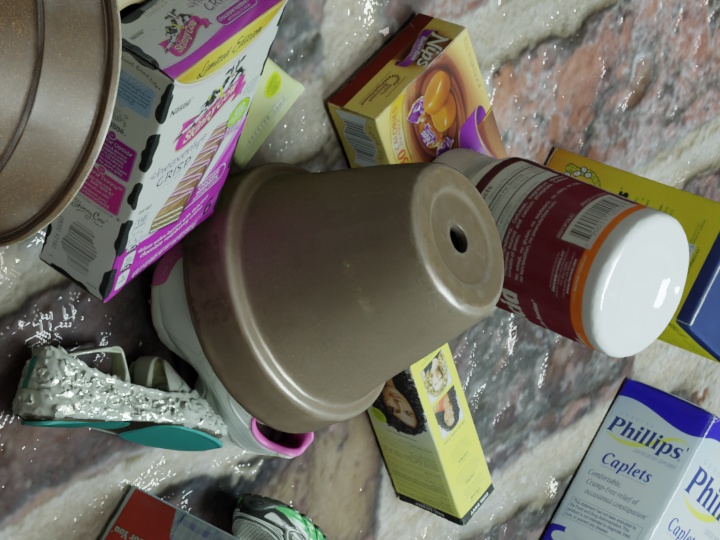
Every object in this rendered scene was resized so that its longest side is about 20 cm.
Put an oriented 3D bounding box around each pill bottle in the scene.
[{"bbox_3d":[0.137,-0.019,1.749,0.114,0.200,0.114,-25,126,-39],"label":"pill bottle"}]

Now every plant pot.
[{"bbox_3d":[-0.275,-0.125,1.310,0.198,0.200,0.200,11,99,-43],"label":"plant pot"},{"bbox_3d":[0.000,0.000,1.642,0.200,0.174,0.200,30,50,-44],"label":"plant pot"}]

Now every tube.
[{"bbox_3d":[-0.103,-0.147,1.611,0.200,0.058,0.052,48,28,-54],"label":"tube"}]

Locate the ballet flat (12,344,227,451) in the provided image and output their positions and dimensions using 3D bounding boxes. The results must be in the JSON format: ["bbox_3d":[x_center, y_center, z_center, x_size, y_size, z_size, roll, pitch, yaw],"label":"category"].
[{"bbox_3d":[-0.163,0.087,1.640,0.200,0.072,0.072,16,95,-53],"label":"ballet flat"}]

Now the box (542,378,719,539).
[{"bbox_3d":[0.288,0.237,2.226,0.200,0.105,0.184,-61,143,-9],"label":"box"}]

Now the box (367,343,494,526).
[{"bbox_3d":[0.049,0.121,1.906,0.050,0.075,0.200,-47,137,-28],"label":"box"}]

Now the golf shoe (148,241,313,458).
[{"bbox_3d":[-0.089,0.061,1.695,0.075,0.091,0.200,-46,136,-24],"label":"golf shoe"}]

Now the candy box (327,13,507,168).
[{"bbox_3d":[0.054,-0.087,1.823,0.117,0.056,0.200,-46,136,-26],"label":"candy box"}]

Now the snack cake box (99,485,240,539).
[{"bbox_3d":[-0.110,0.248,1.669,0.115,0.200,0.067,-60,142,-10],"label":"snack cake box"}]

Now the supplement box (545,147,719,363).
[{"bbox_3d":[0.243,-0.012,1.969,0.109,0.200,0.110,37,78,-52],"label":"supplement box"}]

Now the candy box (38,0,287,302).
[{"bbox_3d":[-0.129,-0.092,1.514,0.136,0.061,0.200,-43,161,-46],"label":"candy box"}]

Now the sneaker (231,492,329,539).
[{"bbox_3d":[-0.068,0.260,1.817,0.085,0.078,0.200,-45,138,-41],"label":"sneaker"}]

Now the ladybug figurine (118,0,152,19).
[{"bbox_3d":[-0.199,-0.132,1.460,0.200,0.072,0.136,-56,168,-8],"label":"ladybug figurine"}]
